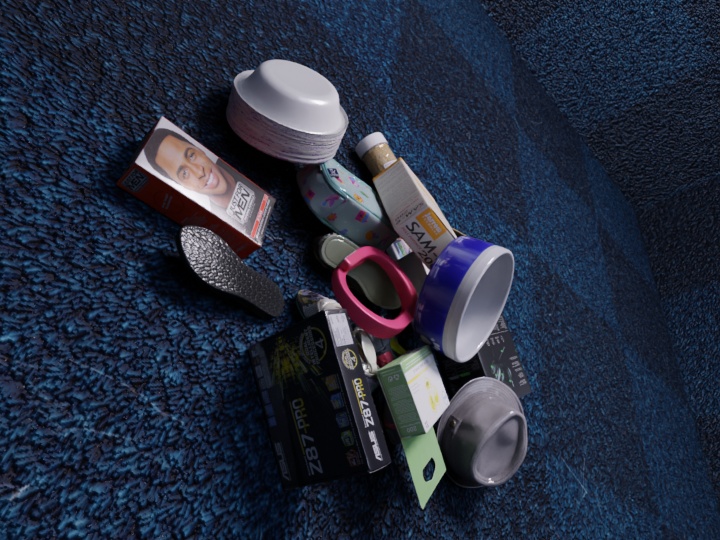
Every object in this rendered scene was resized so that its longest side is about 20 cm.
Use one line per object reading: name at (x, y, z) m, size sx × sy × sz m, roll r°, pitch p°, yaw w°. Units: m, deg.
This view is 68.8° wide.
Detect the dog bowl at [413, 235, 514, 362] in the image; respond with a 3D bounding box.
dog bowl at (0.174, 0.046, 0.873) m, size 0.200 × 0.079 × 0.200 m, roll -37°, pitch 140°, yaw -39°

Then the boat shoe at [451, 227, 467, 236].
boat shoe at (0.197, -0.074, 1.183) m, size 0.200 × 0.063 × 0.073 m, roll 19°, pitch 55°, yaw -42°

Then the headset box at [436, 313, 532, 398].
headset box at (0.254, 0.195, 1.092) m, size 0.174 × 0.093 × 0.200 m, roll -3°, pitch 70°, yaw -51°

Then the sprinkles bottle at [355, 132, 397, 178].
sprinkles bottle at (0.067, -0.195, 1.120) m, size 0.068 × 0.068 × 0.200 m, roll -20°, pitch 76°, yaw -53°

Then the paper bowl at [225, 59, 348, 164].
paper bowl at (-0.117, -0.277, 0.887) m, size 0.200 × 0.104 × 0.201 m, roll 18°, pitch 39°, yaw -15°

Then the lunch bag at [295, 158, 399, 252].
lunch bag at (-0.023, -0.127, 0.956) m, size 0.200 × 0.077 × 0.160 m, roll 34°, pitch 24°, yaw -34°

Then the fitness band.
fitness band at (0.027, 0.033, 0.836) m, size 0.144 × 0.037 × 0.200 m, roll 51°, pitch 27°, yaw 3°

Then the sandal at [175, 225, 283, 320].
sandal at (-0.187, 0.014, 0.735) m, size 0.200 × 0.048 × 0.075 m, roll 45°, pitch 37°, yaw -41°

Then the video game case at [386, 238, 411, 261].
video game case at (0.130, -0.019, 1.142) m, size 0.182 × 0.023 × 0.200 m, roll -24°, pitch 87°, yaw -53°

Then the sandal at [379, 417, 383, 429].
sandal at (-0.023, 0.181, 0.805) m, size 0.200 × 0.054 × 0.080 m, roll 58°, pitch 37°, yaw -4°

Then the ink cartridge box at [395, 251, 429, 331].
ink cartridge box at (0.168, 0.028, 1.065) m, size 0.200 × 0.086 × 0.147 m, roll -11°, pitch 77°, yaw -47°

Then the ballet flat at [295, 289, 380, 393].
ballet flat at (-0.026, 0.095, 0.796) m, size 0.072 × 0.072 × 0.200 m, roll -3°, pitch 53°, yaw -50°

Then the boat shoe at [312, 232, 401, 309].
boat shoe at (0.000, 0.000, 0.938) m, size 0.201 × 0.061 × 0.072 m, roll 39°, pitch 81°, yaw -28°

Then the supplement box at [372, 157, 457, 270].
supplement box at (0.101, -0.104, 0.958) m, size 0.126 × 0.074 × 0.200 m, roll 45°, pitch 16°, yaw -32°

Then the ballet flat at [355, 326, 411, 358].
ballet flat at (0.065, 0.154, 0.922) m, size 0.200 × 0.067 × 0.067 m, roll 45°, pitch 32°, yaw -19°

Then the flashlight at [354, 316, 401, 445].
flashlight at (0.044, 0.176, 0.839) m, size 0.068 × 0.068 × 0.200 m, roll -26°, pitch 103°, yaw -29°

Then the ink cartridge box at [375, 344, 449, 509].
ink cartridge box at (0.097, 0.224, 0.786) m, size 0.146 × 0.048 × 0.200 m, roll -7°, pitch 76°, yaw -67°

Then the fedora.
fedora at (0.230, 0.296, 0.926) m, size 0.177 × 0.090 × 0.200 m, roll 40°, pitch 79°, yaw -15°

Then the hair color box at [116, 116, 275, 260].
hair color box at (-0.225, -0.111, 0.749) m, size 0.200 × 0.061 × 0.102 m, roll 35°, pitch 45°, yaw -30°

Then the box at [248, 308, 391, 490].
box at (-0.059, 0.168, 0.683) m, size 0.049 × 0.161 × 0.200 m, roll -1°, pitch 70°, yaw -49°
